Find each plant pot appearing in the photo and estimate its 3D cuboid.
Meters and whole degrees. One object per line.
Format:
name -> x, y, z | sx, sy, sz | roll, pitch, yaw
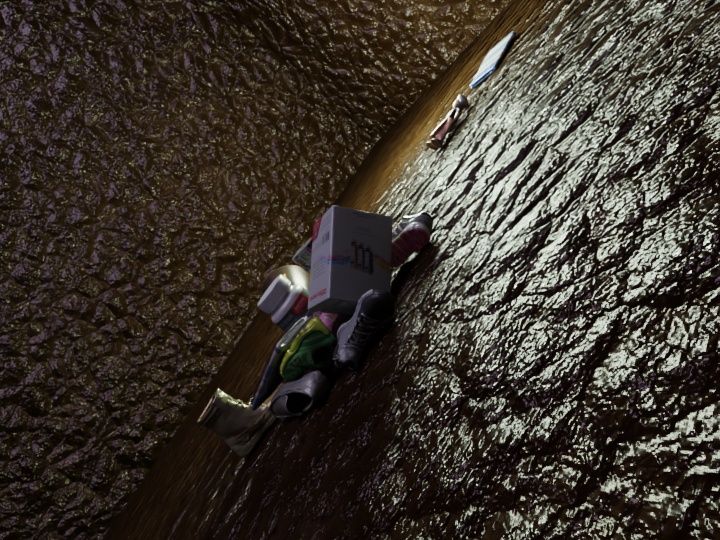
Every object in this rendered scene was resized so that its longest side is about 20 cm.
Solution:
plant pot -> -0.207, 0.102, 1.726 | 0.188, 0.186, 0.200 | -52, 26, 2

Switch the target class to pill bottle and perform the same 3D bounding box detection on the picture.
pill bottle -> -0.146, 0.108, 1.336 | 0.114, 0.199, 0.114 | -49, 12, 14

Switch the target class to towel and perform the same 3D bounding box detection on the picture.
towel -> 0.464, -0.735, 1.900 | 0.201, 0.024, 0.147 | -60, 15, -24
towel -> -0.181, 0.212, 1.241 | 0.202, 0.024, 0.147 | -65, -8, 28

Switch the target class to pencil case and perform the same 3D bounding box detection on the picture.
pencil case -> -0.064, 0.128, 1.252 | 0.082, 0.087, 0.201 | -6, 42, 42

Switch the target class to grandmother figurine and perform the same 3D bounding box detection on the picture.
grandmother figurine -> 0.290, -0.485, 1.756 | 0.201, 0.060, 0.121 | -58, 21, -12

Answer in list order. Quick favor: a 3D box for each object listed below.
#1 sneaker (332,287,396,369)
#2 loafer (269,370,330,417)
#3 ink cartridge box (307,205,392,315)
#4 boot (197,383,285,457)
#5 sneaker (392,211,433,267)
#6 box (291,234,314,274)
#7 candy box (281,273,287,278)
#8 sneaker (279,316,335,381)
sneaker -> 0.003, 0.129, 1.039 | 0.201, 0.074, 0.116 | -56, 11, 45
loafer -> -0.140, 0.273, 1.147 | 0.200, 0.070, 0.070 | -42, 7, 42
ink cartridge box -> -0.023, -0.013, 1.176 | 0.145, 0.143, 0.203 | 151, 125, -64
boot -> -0.280, 0.327, 1.318 | 0.201, 0.155, 0.073 | -52, 10, -9
sneaker -> 0.100, -0.074, 1.241 | 0.199, 0.074, 0.088 | -34, 19, 52
box -> -0.061, 0.005, 1.306 | 0.110, 0.199, 0.035 | -35, 20, 55
candy box -> -0.171, 0.114, 1.450 | 0.026, 0.202, 0.102 | -24, 15, 3
sneaker -> -0.110, 0.183, 1.135 | 0.074, 0.083, 0.201 | -42, -13, -45
